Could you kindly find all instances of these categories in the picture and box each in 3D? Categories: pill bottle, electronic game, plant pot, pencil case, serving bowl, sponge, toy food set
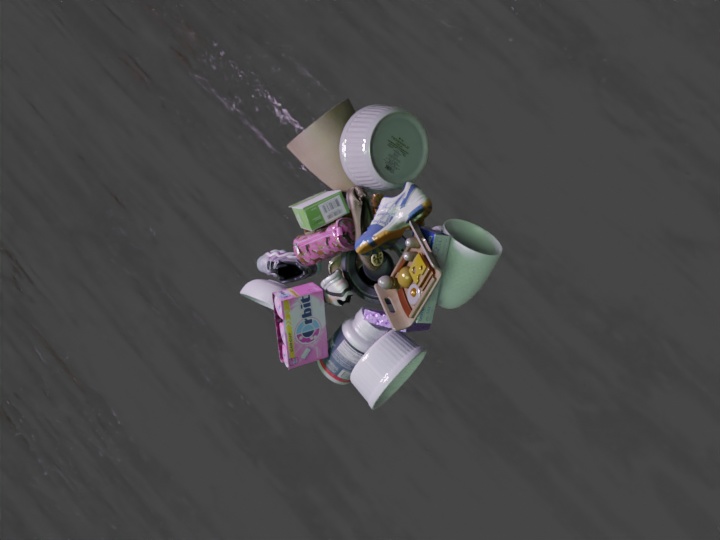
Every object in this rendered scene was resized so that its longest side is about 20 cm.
[{"bbox_3d":[-0.016,0.192,1.488,0.119,0.119,0.200,42,115,10],"label":"pill bottle"},{"bbox_3d":[0.044,-0.012,1.380,0.198,0.042,0.202,7,110,21],"label":"electronic game"},{"bbox_3d":[-0.046,-0.273,1.369,0.187,0.188,0.201,-31,102,27],"label":"plant pot"},{"bbox_3d":[-0.082,-0.069,1.371,0.199,0.086,0.083,-16,110,48],"label":"pencil case"},{"bbox_3d":[-0.220,0.072,1.530,0.199,0.200,0.066,20,80,19],"label":"serving bowl"},{"bbox_3d":[0.094,0.121,1.378,0.111,0.200,0.030,13,91,23],"label":"sponge"},{"bbox_3d":[0.096,0.013,1.237,0.201,0.060,0.144,-64,35,37],"label":"toy food set"}]

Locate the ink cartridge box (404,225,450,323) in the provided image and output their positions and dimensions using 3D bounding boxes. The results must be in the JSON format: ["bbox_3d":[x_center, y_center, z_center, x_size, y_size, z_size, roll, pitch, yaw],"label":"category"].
[{"bbox_3d":[0.139,0.008,1.268,0.094,0.044,0.202,33,116,61],"label":"ink cartridge box"}]

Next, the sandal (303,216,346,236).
[{"bbox_3d":[-0.047,-0.109,1.461,0.198,0.054,0.081,-2,109,15],"label":"sandal"}]

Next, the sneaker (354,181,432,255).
[{"bbox_3d":[0.062,-0.115,1.266,0.199,0.075,0.089,-35,67,6],"label":"sneaker"}]

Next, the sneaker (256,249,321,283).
[{"bbox_3d":[-0.218,-0.009,1.519,0.198,0.140,0.079,-1,101,24],"label":"sneaker"}]

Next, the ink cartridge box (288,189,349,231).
[{"bbox_3d":[-0.105,-0.150,1.396,0.103,0.200,0.060,-27,104,-12],"label":"ink cartridge box"}]

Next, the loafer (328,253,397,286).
[{"bbox_3d":[0.000,0.000,1.461,0.198,0.068,0.077,5,104,24],"label":"loafer"}]

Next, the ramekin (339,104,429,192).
[{"bbox_3d":[0.063,-0.275,1.281,0.105,0.198,0.202,20,115,59],"label":"ramekin"}]

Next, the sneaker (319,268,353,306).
[{"bbox_3d":[-0.068,0.065,1.455,0.073,0.200,0.080,-36,84,-16],"label":"sneaker"}]

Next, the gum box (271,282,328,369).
[{"bbox_3d":[-0.150,0.144,1.429,0.066,0.113,0.202,30,129,56],"label":"gum box"}]

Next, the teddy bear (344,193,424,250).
[{"bbox_3d":[0.057,-0.119,1.379,0.198,0.067,0.146,11,109,5],"label":"teddy bear"}]

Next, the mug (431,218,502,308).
[{"bbox_3d":[0.212,-0.022,1.330,0.200,0.147,0.176,52,130,39],"label":"mug"}]

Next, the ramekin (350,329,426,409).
[{"bbox_3d":[0.066,0.242,1.423,0.098,0.200,0.201,42,116,17],"label":"ramekin"}]

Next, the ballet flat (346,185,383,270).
[{"bbox_3d":[0.016,-0.097,1.303,0.046,0.067,0.202,-7,100,44],"label":"ballet flat"}]
